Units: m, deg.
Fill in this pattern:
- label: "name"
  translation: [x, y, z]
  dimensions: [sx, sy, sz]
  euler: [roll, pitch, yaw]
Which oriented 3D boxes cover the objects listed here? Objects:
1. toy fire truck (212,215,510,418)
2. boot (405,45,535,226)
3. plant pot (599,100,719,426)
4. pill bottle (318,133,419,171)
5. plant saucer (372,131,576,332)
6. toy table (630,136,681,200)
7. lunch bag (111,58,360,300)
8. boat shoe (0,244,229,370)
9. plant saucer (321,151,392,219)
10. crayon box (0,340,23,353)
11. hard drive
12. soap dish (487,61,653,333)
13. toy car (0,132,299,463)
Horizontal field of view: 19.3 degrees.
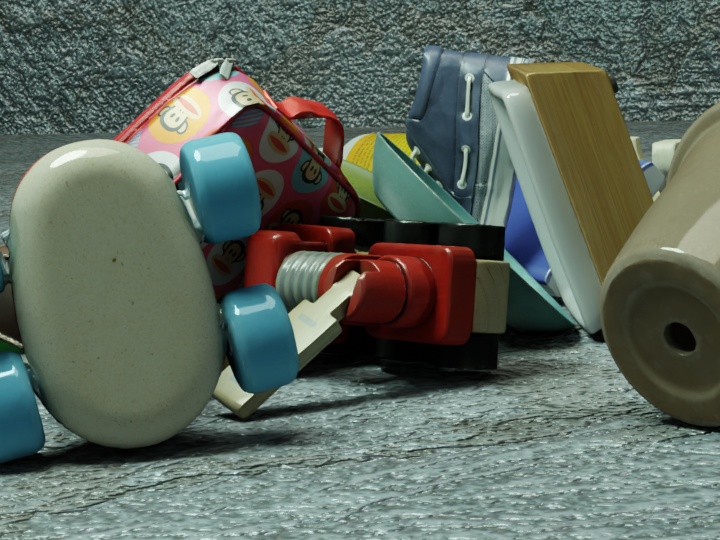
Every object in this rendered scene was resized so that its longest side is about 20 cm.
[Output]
- label: "toy fire truck"
  translation: [-0.026, 0.026, 1.372]
  dimensions: [0.200, 0.129, 0.176]
  euler: [4, 1, -43]
- label: "boot"
  translation: [0.077, -0.079, 1.666]
  dimensions: [0.090, 0.200, 0.073]
  euler: [12, 21, 6]
- label: "plant pot"
  translation: [0.234, 0.004, 1.229]
  dimensions: [0.200, 0.200, 0.175]
  euler: [5, 29, 44]
- label: "pill bottle"
  translation: [0.041, -0.073, 1.992]
  dimensions: [0.200, 0.113, 0.113]
  euler: [2, 9, 36]
- label: "plant saucer"
  translation: [0.073, -0.019, 1.528]
  dimensions: [0.036, 0.200, 0.200]
  euler: [-46, 7, 4]
- label: "toy table"
  translation: [0.276, -0.055, 1.780]
  dimensions: [0.184, 0.117, 0.200]
  euler: [-1, 7, 9]
- label: "lunch bag"
  translation: [-0.086, -0.052, 1.466]
  dimensions: [0.082, 0.176, 0.200]
  euler: [45, -1, 34]
- label: "boat shoe"
  translation: [-0.184, 0.029, 1.382]
  dimensions: [0.200, 0.070, 0.070]
  euler: [14, 9, 16]
- label: "plant saucer"
  translation: [-0.024, -0.057, 1.668]
  dimensions: [0.200, 0.031, 0.200]
  euler: [21, -11, 4]
- label: "crayon box"
  translation: [-0.252, 0.038, 1.497]
  dimensions: [0.200, 0.058, 0.119]
  euler: [-2, 8, 4]
- label: "hard drive"
  translation: [0.151, -0.043, 1.746]
  dimensions: [0.132, 0.025, 0.200]
  euler: [-47, 22, -12]
- label: "soap dish"
  translation: [0.163, -0.059, 1.535]
  dimensions: [0.081, 0.200, 0.157]
  euler: [-21, 8, 1]
- label: "toy car"
  translation: [-0.154, 0.012, 1.268]
  dimensions: [0.184, 0.177, 0.200]
  euler: [-15, 4, -11]
